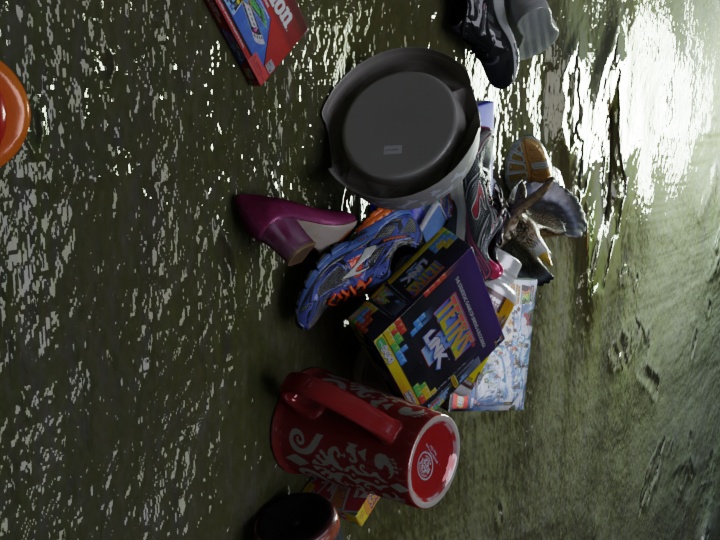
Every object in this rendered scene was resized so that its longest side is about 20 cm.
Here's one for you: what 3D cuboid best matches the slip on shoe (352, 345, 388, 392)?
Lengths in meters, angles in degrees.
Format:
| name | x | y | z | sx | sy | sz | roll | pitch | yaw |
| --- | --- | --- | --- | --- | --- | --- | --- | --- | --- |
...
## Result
| name | x | y | z | sx | sy | sz | roll | pitch | yaw |
| --- | --- | --- | --- | --- | --- | --- | --- | --- | --- |
| slip on shoe | 0.049 | 0.064 | 1.299 | 0.076 | 0.060 | 0.203 | 36 | 69 | -49 |

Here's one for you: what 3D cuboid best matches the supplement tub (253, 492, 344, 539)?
| name | x | y | z | sx | sy | sz | roll | pitch | yaw |
| --- | --- | --- | --- | --- | --- | --- | --- | --- | --- |
| supplement tub | -0.060 | 0.380 | 1.192 | 0.107 | 0.106 | 0.203 | -36 | 124 | -42 |

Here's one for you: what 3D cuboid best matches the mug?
| name | x | y | z | sx | sy | sz | roll | pitch | yaw |
| --- | --- | --- | --- | --- | --- | --- | --- | --- | --- |
| mug | -0.004 | 0.200 | 1.148 | 0.176 | 0.198 | 0.136 | 14 | 88 | -53 |

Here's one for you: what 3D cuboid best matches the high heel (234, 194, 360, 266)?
| name | x | y | z | sx | sy | sz | roll | pitch | yaw |
| --- | --- | --- | --- | --- | --- | --- | --- | --- | --- |
| high heel | -0.070 | -0.061 | 1.140 | 0.068 | 0.096 | 0.199 | -49 | 170 | 27 |

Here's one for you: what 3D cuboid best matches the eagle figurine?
| name | x | y | z | sx | sy | sz | roll | pitch | yaw |
| --- | --- | --- | --- | --- | --- | --- | --- | --- | --- |
| eagle figurine | 0.249 | -0.061 | 1.470 | 0.199 | 0.149 | 0.154 | 13 | 71 | -65 |

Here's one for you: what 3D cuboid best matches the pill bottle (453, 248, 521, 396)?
| name | x | y | z | sx | sy | sz | roll | pitch | yaw |
| --- | --- | --- | --- | --- | --- | --- | --- | --- | --- |
| pill bottle | 0.146 | 0.064 | 1.360 | 0.109 | 0.108 | 0.202 | 30 | 85 | -51 |

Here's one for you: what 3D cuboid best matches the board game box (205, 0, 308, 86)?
| name | x | y | z | sx | sy | sz | roll | pitch | yaw |
| --- | --- | --- | --- | --- | --- | --- | --- | --- | --- |
| board game box | -0.125 | -0.307 | 1.025 | 0.104 | 0.019 | 0.201 | -56 | 137 | -30 |

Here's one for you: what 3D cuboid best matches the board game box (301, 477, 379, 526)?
| name | x | y | z | sx | sy | sz | roll | pitch | yaw |
| --- | --- | --- | --- | --- | --- | --- | --- | --- | --- |
| board game box | 0.013 | 0.229 | 1.262 | 0.201 | 0.094 | 0.030 | -51 | 133 | -32 |

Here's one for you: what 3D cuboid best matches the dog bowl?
| name | x | y | z | sx | sy | sz | roll | pitch | yaw |
| --- | --- | --- | --- | --- | --- | --- | --- | --- | --- |
| dog bowl | 0.051 | -0.162 | 1.152 | 0.203 | 0.197 | 0.059 | -67 | 154 | -16 |

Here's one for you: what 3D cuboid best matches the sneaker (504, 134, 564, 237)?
| name | x | y | z | sx | sy | sz | roll | pitch | yaw |
| --- | --- | --- | --- | --- | --- | --- | --- | --- | --- |
| sneaker | 0.282 | -0.148 | 1.563 | 0.201 | 0.074 | 0.088 | 65 | 34 | -42 |

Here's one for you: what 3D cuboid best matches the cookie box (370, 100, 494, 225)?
| name | x | y | z | sx | sy | sz | roll | pitch | yaw |
| --- | --- | --- | --- | --- | --- | --- | --- | --- | --- |
| cookie box | 0.098 | -0.128 | 1.307 | 0.199 | 0.074 | 0.174 | -23 | 118 | -47 |

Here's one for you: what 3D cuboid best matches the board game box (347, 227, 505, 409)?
| name | x | y | z | sx | sy | sz | roll | pitch | yaw |
| --- | --- | --- | --- | --- | --- | --- | --- | --- | --- |
| board game box | 0.087 | 0.073 | 1.200 | 0.165 | 0.057 | 0.201 | -42 | 140 | -12 |

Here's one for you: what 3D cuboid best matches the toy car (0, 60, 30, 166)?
| name | x | y | z | sx | sy | sz | roll | pitch | yaw |
| --- | --- | --- | --- | --- | --- | --- | --- | --- | --- |
| toy car | -0.330 | -0.110 | 0.694 | 0.199 | 0.148 | 0.178 | -15 | 110 | -50 |

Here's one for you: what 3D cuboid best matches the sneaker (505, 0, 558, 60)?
| name | x | y | z | sx | sy | sz | roll | pitch | yaw |
| --- | --- | --- | --- | --- | --- | --- | --- | --- | --- |
| sneaker | 0.236 | -0.391 | 1.429 | 0.200 | 0.073 | 0.117 | 44 | 24 | -77 |

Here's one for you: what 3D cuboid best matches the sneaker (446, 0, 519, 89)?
| name | x | y | z | sx | sy | sz | roll | pitch | yaw |
| --- | --- | --- | --- | --- | --- | --- | --- | --- | --- |
| sneaker | 0.158 | -0.338 | 1.362 | 0.087 | 0.075 | 0.202 | -33 | 124 | -21 |

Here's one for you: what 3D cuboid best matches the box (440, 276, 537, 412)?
| name | x | y | z | sx | sy | sz | roll | pitch | yaw |
| --- | --- | --- | --- | --- | --- | --- | --- | --- | --- |
| box | 0.190 | 0.108 | 1.467 | 0.135 | 0.040 | 0.204 | 3 | 97 | -25 |

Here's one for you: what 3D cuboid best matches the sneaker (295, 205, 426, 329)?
| name | x | y | z | sx | sy | sz | roll | pitch | yaw |
| --- | --- | --- | --- | --- | --- | --- | --- | --- | --- |
| sneaker | 0.000 | 0.000 | 1.159 | 0.200 | 0.078 | 0.075 | -44 | 169 | -10 |

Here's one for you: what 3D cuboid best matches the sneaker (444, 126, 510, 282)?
| name | x | y | z | sx | sy | sz | roll | pitch | yaw |
| --- | --- | --- | --- | --- | --- | --- | --- | --- | --- |
| sneaker | 0.157 | -0.084 | 1.263 | 0.080 | 0.074 | 0.204 | 4 | 89 | -61 |

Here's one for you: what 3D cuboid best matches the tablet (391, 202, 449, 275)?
| name | x | y | z | sx | sy | sz | roll | pitch | yaw |
| --- | --- | --- | --- | --- | --- | --- | --- | --- | --- |
| tablet | 0.069 | 0.026 | 1.247 | 0.201 | 0.014 | 0.131 | -57 | 142 | -22 |
